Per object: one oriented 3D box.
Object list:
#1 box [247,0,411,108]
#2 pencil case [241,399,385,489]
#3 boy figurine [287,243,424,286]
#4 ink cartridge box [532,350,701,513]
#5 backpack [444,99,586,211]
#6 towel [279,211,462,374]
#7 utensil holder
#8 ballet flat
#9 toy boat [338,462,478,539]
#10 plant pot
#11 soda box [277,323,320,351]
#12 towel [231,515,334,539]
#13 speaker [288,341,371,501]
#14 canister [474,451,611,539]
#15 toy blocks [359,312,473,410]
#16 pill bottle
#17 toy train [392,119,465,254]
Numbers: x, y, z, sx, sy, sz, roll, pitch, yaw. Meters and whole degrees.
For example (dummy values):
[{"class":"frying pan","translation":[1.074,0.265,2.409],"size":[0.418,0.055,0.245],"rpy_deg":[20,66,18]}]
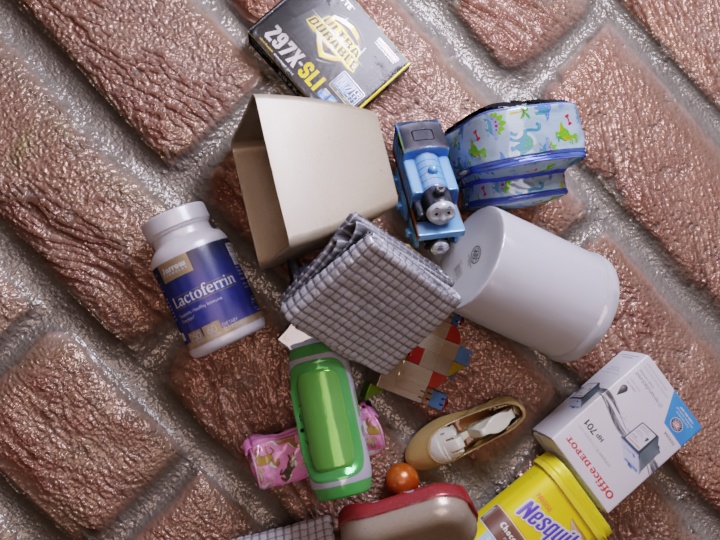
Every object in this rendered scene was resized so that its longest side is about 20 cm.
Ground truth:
[{"class":"box","translation":[-0.048,-0.333,1.062],"size":[0.160,0.049,0.200],"rpy_deg":[-42,93,-6]},{"class":"pencil case","translation":[-0.066,0.252,1.013],"size":[0.199,0.083,0.087],"rpy_deg":[-17,81,-8]},{"class":"boy figurine","translation":[0.000,0.000,0.972],"size":[0.199,0.065,0.125],"rpy_deg":[-13,122,-10]},{"class":"ink cartridge box","translation":[0.392,0.244,1.074],"size":[0.200,0.086,0.147],"rpy_deg":[-38,93,-9]},{"class":"backpack","translation":[0.227,-0.165,1.014],"size":[0.182,0.200,0.148],"rpy_deg":[-10,88,-9]},{"class":"towel","translation":[0.011,0.033,0.909],"size":[0.200,0.086,0.166],"rpy_deg":[32,114,-35]},{"class":"utensil holder","translation":[0.236,0.018,1.000],"size":[0.199,0.170,0.171],"rpy_deg":[24,84,-20]},{"class":"ballet flat","translation":[0.159,0.243,1.053],"size":[0.199,0.063,0.069],"rpy_deg":[-27,90,-8]},{"class":"toy boat","translation":[0.064,0.342,1.013],"size":[0.199,0.131,0.131],"rpy_deg":[-20,132,10]},{"class":"plant pot","translation":[-0.062,-0.128,0.983],"size":[0.176,0.200,0.201],"rpy_deg":[-12,86,-21]},{"class":"soda box","translation":[-0.034,0.047,1.036],"size":[0.068,0.064,0.200],"rpy_deg":[41,82,-4]},{"class":"towel","translation":[-0.102,0.446,0.942],"size":[0.165,0.200,0.086],"rpy_deg":[-14,119,-4]},{"class":"speaker","translation":[-0.042,0.200,0.941],"size":[0.088,0.088,0.201],"rpy_deg":[-11,78,-8]},{"class":"canister","translation":[0.252,0.394,1.047],"size":[0.200,0.087,0.149],"rpy_deg":[-37,92,-6]},{"class":"toy blocks","translation":[0.101,0.120,1.046],"size":[0.136,0.100,0.201],"rpy_deg":[23,85,-18]},{"class":"pill bottle","translation":[-0.225,0.012,0.987],"size":[0.115,0.116,0.201],"rpy_deg":[-25,90,-8]},{"class":"toy train","translation":[0.095,-0.121,1.007],"size":[0.086,0.115,0.201],"rpy_deg":[-7,53,-5]}]
